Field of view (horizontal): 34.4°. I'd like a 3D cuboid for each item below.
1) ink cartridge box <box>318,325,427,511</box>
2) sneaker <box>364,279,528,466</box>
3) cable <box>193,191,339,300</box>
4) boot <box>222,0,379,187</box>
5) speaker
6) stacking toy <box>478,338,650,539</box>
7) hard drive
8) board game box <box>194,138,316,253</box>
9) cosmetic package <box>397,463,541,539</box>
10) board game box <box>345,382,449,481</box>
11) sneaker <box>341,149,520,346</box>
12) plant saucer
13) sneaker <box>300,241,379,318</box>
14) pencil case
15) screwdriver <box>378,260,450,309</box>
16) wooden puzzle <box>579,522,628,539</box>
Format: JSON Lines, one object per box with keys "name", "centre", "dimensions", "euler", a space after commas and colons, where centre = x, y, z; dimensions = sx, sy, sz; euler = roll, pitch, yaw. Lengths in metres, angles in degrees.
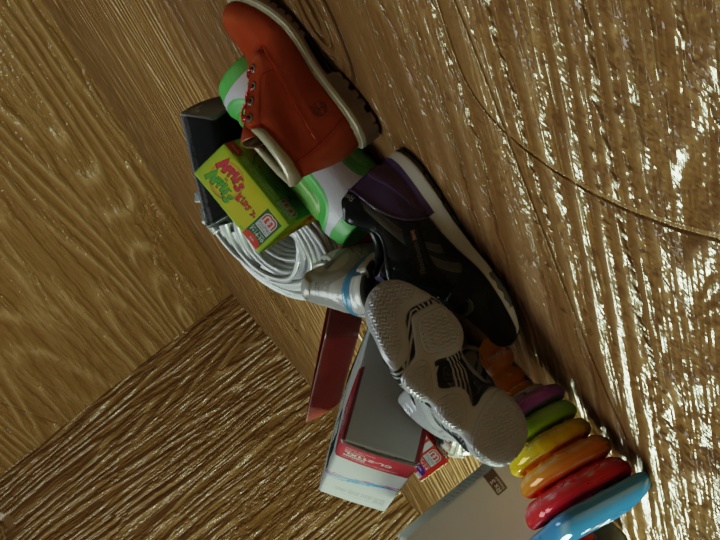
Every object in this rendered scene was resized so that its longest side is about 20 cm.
{"name": "ink cartridge box", "centre": [0.021, 0.149, 1.201], "dimensions": [0.082, 0.147, 0.200], "euler": [16, 154, -2]}
{"name": "sneaker", "centre": [0.059, 0.089, 1.038], "dimensions": [0.200, 0.075, 0.115], "euler": [50, 165, -16]}
{"name": "cable", "centre": [-0.101, -0.053, 1.482], "dimensions": [0.199, 0.069, 0.201], "euler": [-16, 115, 52]}
{"name": "boot", "centre": [-0.083, -0.169, 1.061], "dimensions": [0.200, 0.107, 0.075], "euler": [51, 172, 19]}
{"name": "speaker", "centre": [-0.052, -0.123, 1.135], "dimensions": [0.201, 0.088, 0.089], "euler": [51, 170, 10]}
{"name": "stacking toy", "centre": [0.167, 0.148, 1.076], "dimensions": [0.201, 0.109, 0.116], "euler": [60, 158, 20]}
{"name": "hard drive", "centre": [-0.132, -0.127, 1.286], "dimensions": [0.200, 0.042, 0.137], "euler": [-40, -60, -70]}
{"name": "board game box", "centre": [-0.084, -0.092, 1.206], "dimensions": [0.102, 0.048, 0.200], "euler": [50, -157, 1]}
{"name": "cosmetic package", "centre": [0.146, 0.249, 1.187], "dimensions": [0.102, 0.199, 0.074], "euler": [51, 170, 3]}
{"name": "board game box", "centre": [0.065, 0.166, 1.495], "dimensions": [0.152, 0.046, 0.200], "euler": [52, -163, -1]}
{"name": "sneaker", "centre": [0.058, -0.001, 1.036], "dimensions": [0.201, 0.087, 0.076], "euler": [53, 170, -5]}
{"name": "plant saucer", "centre": [-0.018, 0.038, 1.265], "dimensions": [0.036, 0.201, 0.201], "euler": [11, 146, -2]}
{"name": "sneaker", "centre": [0.000, 0.000, 1.137], "dimensions": [0.200, 0.086, 0.076], "euler": [-16, -73, -70]}
{"name": "pencil case", "centre": [0.116, 0.156, 1.327], "dimensions": [0.077, 0.090, 0.200], "euler": [19, 161, 12]}
{"name": "screwdriver", "centre": [0.056, 0.009, 1.136], "dimensions": [0.028, 0.029, 0.200], "euler": [42, 180, 24]}
{"name": "wooden puzzle", "centre": [0.164, 0.294, 1.281], "dimensions": [0.185, 0.199, 0.047], "euler": [40, 151, 53]}
